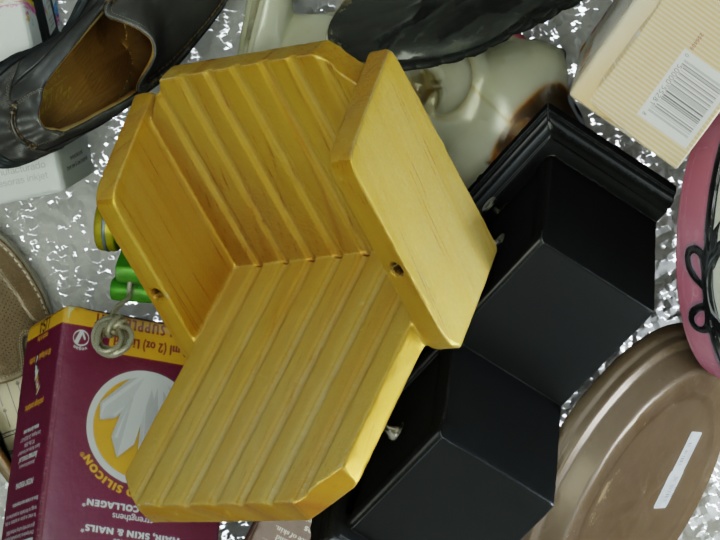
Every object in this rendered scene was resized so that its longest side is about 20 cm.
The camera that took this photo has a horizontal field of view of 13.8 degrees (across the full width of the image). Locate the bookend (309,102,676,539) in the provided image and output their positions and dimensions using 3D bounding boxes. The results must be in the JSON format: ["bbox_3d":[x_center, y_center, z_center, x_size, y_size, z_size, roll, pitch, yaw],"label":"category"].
[{"bbox_3d":[0.072,0.052,1.596,0.092,0.200,0.199,32,124,-16],"label":"bookend"}]

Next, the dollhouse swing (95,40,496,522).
[{"bbox_3d":[-0.065,0.008,1.568,0.200,0.176,0.182,-4,123,45],"label":"dollhouse swing"}]

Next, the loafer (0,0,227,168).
[{"bbox_3d":[-0.134,-0.124,1.690,0.200,0.072,0.073,-45,115,-28],"label":"loafer"}]

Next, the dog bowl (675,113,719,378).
[{"bbox_3d":[0.237,-0.021,1.654,0.074,0.200,0.201,4,101,27],"label":"dog bowl"}]

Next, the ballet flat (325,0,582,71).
[{"bbox_3d":[0.072,-0.148,1.623,0.200,0.057,0.067,-22,73,-17],"label":"ballet flat"}]

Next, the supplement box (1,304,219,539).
[{"bbox_3d":[-0.142,0.131,1.722,0.110,0.086,0.201,10,76,-19],"label":"supplement box"}]

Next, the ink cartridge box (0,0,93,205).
[{"bbox_3d":[-0.253,-0.135,1.743,0.145,0.083,0.201,-11,98,9],"label":"ink cartridge box"}]

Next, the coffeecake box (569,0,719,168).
[{"bbox_3d":[0.188,-0.150,1.627,0.073,0.200,0.154,35,102,-2],"label":"coffeecake box"}]

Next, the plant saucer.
[{"bbox_3d":[0.149,0.123,1.684,0.029,0.200,0.200,30,103,27],"label":"plant saucer"}]

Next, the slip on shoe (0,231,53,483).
[{"bbox_3d":[-0.216,0.057,1.783,0.076,0.061,0.200,-21,97,10],"label":"slip on shoe"}]

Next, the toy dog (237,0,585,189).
[{"bbox_3d":[0.029,-0.092,1.684,0.199,0.140,0.194,10,82,-6],"label":"toy dog"}]

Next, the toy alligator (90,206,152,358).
[{"bbox_3d":[-0.122,-0.011,1.720,0.059,0.200,0.054,3,138,11],"label":"toy alligator"}]

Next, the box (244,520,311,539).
[{"bbox_3d":[-0.032,0.165,1.759,0.075,0.100,0.200,28,102,1],"label":"box"}]
